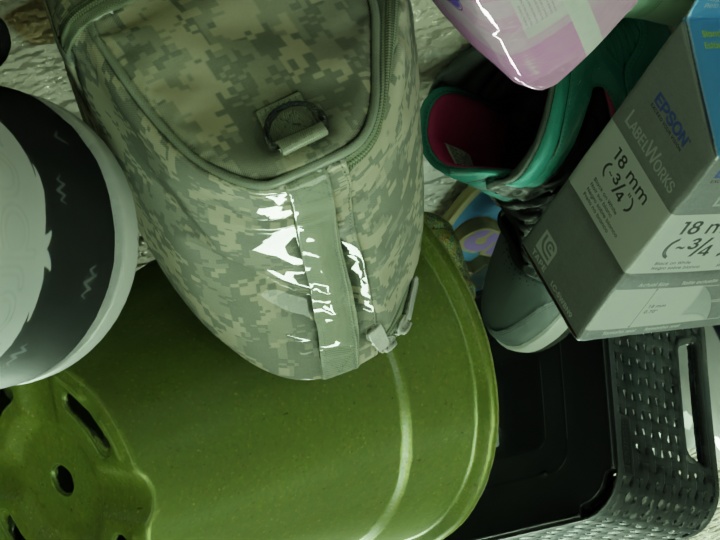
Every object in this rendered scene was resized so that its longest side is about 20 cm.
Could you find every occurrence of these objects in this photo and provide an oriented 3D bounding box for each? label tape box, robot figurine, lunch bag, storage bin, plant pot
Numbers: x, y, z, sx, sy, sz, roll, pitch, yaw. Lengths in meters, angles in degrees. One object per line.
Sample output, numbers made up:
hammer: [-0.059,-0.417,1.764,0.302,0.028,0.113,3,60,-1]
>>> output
label tape box: [0.184,-0.056,1.237,0.144,0.063,0.200,-6,144,-35]
robot figurine: [-0.168,-0.012,1.031,0.150,0.125,0.200,-48,164,16]
lunch bag: [-0.041,-0.061,1.113,0.139,0.168,0.200,-20,154,-6]
storage bin: [0.084,0.087,1.463,0.199,0.136,0.093,-18,157,40]
plant pot: [-0.072,0.069,1.241,0.189,0.200,0.200,-23,160,-42]

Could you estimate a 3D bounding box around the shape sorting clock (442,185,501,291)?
shape sorting clock: [0.133,-0.029,1.456,0.199,0.039,0.200,-19,153,-10]

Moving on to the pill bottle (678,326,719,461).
pill bottle: [0.241,0.047,1.601,0.199,0.111,0.111,-22,154,-2]

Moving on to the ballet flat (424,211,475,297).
ballet flat: [0.000,0.000,1.360,0.070,0.071,0.200,-12,-179,-21]

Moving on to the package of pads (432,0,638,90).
package of pads: [0.037,-0.163,1.033,0.076,0.121,0.200,-40,154,-2]

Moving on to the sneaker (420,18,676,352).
sneaker: [0.076,-0.043,1.309,0.120,0.084,0.201,0,127,-35]

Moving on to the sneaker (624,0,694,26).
sneaker: [0.166,-0.173,1.173,0.118,0.074,0.200,6,152,-33]
